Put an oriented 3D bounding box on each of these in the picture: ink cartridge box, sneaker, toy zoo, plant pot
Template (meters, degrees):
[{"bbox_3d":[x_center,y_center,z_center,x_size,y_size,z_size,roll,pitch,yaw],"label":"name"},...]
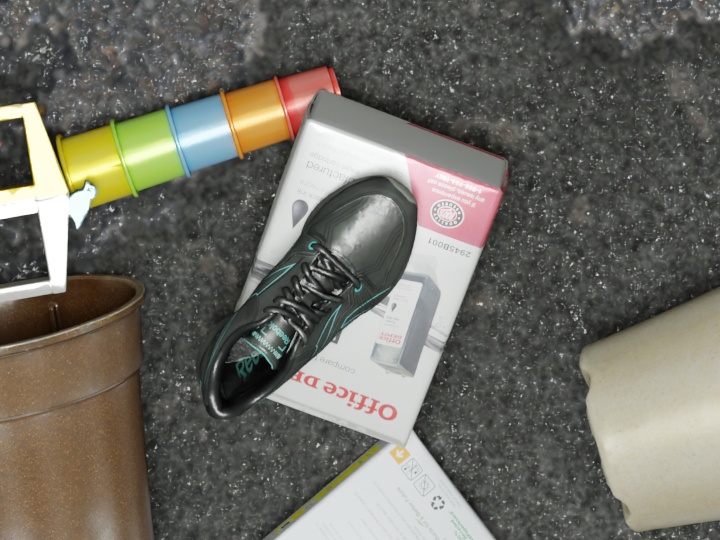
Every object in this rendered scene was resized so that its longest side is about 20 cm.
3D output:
[{"bbox_3d":[0.000,0.000,1.595,0.145,0.085,0.201,20,110,-1],"label":"ink cartridge box"},{"bbox_3d":[-0.033,0.025,1.521,0.075,0.079,0.200,39,106,-6],"label":"sneaker"},{"bbox_3d":[-0.276,-0.039,1.570,0.199,0.020,0.132,-10,98,-9],"label":"toy zoo"},{"bbox_3d":[-0.226,0.124,1.578,0.199,0.200,0.200,-9,102,0],"label":"plant pot"},{"bbox_3d":[0.253,0.090,1.586,0.182,0.200,0.202,-16,95,13],"label":"plant pot"},{"bbox_3d":[0.015,0.247,1.637,0.200,0.047,0.198,-38,95,-9],"label":"ink cartridge box"}]

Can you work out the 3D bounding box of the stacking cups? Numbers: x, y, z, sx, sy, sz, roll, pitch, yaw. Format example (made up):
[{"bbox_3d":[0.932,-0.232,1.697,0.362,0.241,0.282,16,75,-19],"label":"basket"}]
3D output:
[{"bbox_3d":[-0.109,-0.095,1.618,0.199,0.061,0.061,-17,95,1],"label":"stacking cups"}]
